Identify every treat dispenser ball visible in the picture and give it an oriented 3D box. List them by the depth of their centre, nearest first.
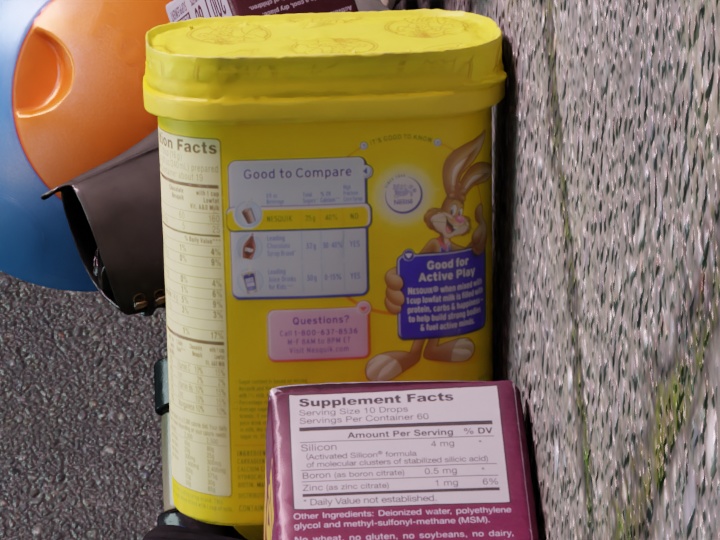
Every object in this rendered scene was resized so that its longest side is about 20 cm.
[{"bbox_3d":[-0.146,-0.090,1.552,0.201,0.199,0.202,180,90,-85],"label":"treat dispenser ball"}]

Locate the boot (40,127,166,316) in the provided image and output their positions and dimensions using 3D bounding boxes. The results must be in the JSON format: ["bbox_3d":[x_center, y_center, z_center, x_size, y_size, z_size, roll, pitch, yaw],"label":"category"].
[{"bbox_3d":[-0.057,0.014,1.427,0.201,0.138,0.077,62,160,-3],"label":"boot"}]

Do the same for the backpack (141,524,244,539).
[{"bbox_3d":[-0.052,0.234,1.498,0.154,0.199,0.192,-13,-72,-61],"label":"backpack"}]

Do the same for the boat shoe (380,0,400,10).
[{"bbox_3d":[0.011,-0.191,1.432,0.072,0.059,0.200,43,159,21],"label":"boat shoe"}]

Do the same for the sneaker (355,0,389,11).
[{"bbox_3d":[-0.013,-0.104,1.484,0.100,0.075,0.200,53,164,2],"label":"sneaker"}]

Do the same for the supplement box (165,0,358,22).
[{"bbox_3d":[-0.021,-0.046,1.349,0.201,0.061,0.109,70,163,1],"label":"supplement box"}]

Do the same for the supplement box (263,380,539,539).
[{"bbox_3d":[0.016,0.157,1.119,0.201,0.102,0.131,-94,5,-46],"label":"supplement box"}]

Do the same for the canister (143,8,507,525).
[{"bbox_3d":[-0.014,-0.001,1.221,0.087,0.147,0.201,-107,15,-73],"label":"canister"}]

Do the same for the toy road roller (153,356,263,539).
[{"bbox_3d":[-0.020,0.114,1.660,0.200,0.145,0.124,21,-117,-54],"label":"toy road roller"}]
